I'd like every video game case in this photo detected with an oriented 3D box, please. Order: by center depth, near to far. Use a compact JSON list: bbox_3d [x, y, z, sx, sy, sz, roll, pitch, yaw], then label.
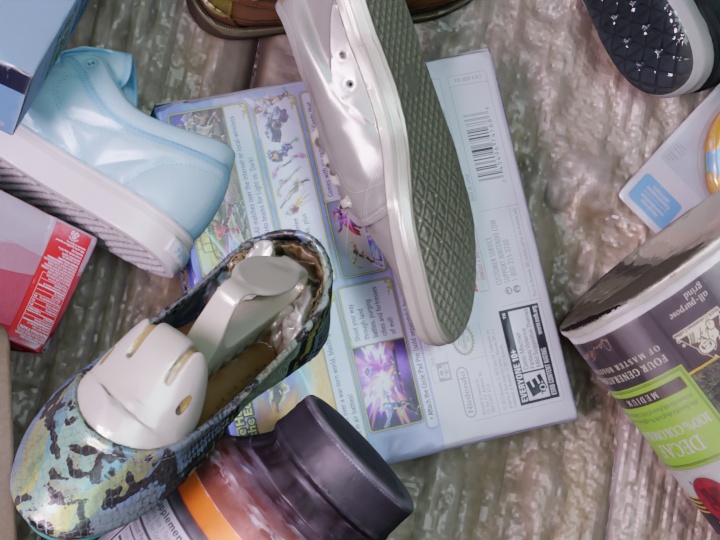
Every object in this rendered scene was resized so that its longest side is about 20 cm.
[{"bbox_3d":[0.000,0.000,0.812,0.181,0.045,0.200,-11,85,-16],"label":"video game case"}]

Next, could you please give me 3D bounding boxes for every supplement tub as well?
[{"bbox_3d":[-0.070,0.148,0.712,0.200,0.107,0.107,-43,94,3],"label":"supplement tub"}]

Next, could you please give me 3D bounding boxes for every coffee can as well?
[{"bbox_3d":[0.219,0.065,0.808,0.146,0.146,0.200,-38,92,-17],"label":"coffee can"}]

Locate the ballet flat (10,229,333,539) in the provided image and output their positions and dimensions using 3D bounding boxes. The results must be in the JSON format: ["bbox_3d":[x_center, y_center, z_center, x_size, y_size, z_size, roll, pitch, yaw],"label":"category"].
[{"bbox_3d":[-0.076,0.038,0.685,0.074,0.074,0.200,49,41,-3],"label":"ballet flat"}]

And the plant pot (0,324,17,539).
[{"bbox_3d":[-0.247,0.098,0.665,0.177,0.200,0.200,1,81,-27],"label":"plant pot"}]

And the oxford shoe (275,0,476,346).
[{"bbox_3d":[0.008,-0.059,0.774,0.058,0.075,0.200,-16,94,25],"label":"oxford shoe"}]

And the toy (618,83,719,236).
[{"bbox_3d":[0.253,-0.075,0.890,0.115,0.047,0.200,44,73,-3],"label":"toy"}]

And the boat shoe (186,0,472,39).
[{"bbox_3d":[0.009,-0.166,0.828,0.200,0.068,0.072,-20,86,-18],"label":"boat shoe"}]

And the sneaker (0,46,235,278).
[{"bbox_3d":[-0.149,-0.078,0.761,0.200,0.074,0.082,33,73,6],"label":"sneaker"}]

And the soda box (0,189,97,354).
[{"bbox_3d":[-0.226,-0.029,0.715,0.200,0.070,0.063,29,76,-28],"label":"soda box"}]

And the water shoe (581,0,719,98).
[{"bbox_3d":[0.149,-0.190,0.881,0.079,0.071,0.200,-16,84,-44],"label":"water shoe"}]

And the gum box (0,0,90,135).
[{"bbox_3d":[-0.199,-0.174,0.738,0.170,0.045,0.200,24,47,-8],"label":"gum box"}]
